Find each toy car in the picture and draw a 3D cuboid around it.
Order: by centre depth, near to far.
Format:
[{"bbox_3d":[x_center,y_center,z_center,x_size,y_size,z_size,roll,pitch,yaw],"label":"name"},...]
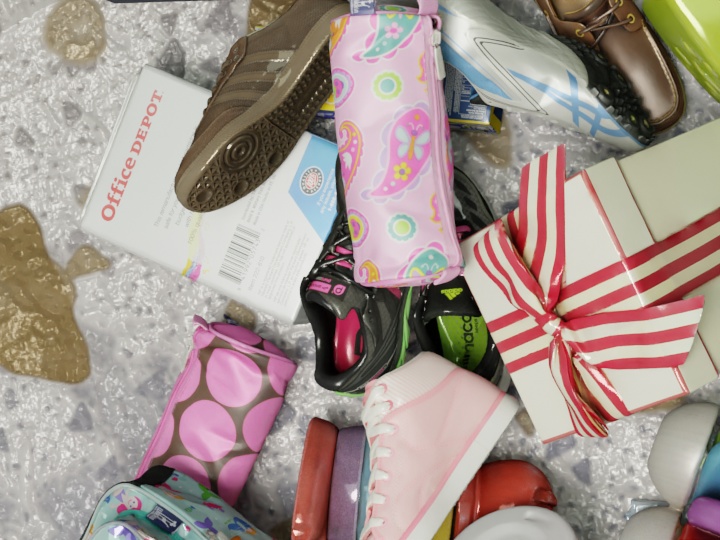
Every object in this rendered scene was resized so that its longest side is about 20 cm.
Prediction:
[{"bbox_3d":[0.277,0.195,1.044,0.174,0.150,0.202,21,94,16],"label":"toy car"}]

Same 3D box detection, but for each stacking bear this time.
[{"bbox_3d":[0.053,0.180,1.139,0.198,0.122,0.115,6,65,3],"label":"stacking bear"}]

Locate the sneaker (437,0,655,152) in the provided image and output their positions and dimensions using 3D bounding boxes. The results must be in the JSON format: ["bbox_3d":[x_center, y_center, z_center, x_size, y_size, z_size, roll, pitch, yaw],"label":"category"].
[{"bbox_3d":[0.128,-0.141,1.083,0.199,0.072,0.073,28,127,-9],"label":"sneaker"}]

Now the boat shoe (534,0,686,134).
[{"bbox_3d":[0.180,-0.192,1.126,0.072,0.068,0.201,-34,83,10],"label":"boat shoe"}]

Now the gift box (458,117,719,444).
[{"bbox_3d":[0.191,-0.001,1.027,0.186,0.186,0.200,61,146,8],"label":"gift box"}]

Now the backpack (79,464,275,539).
[{"bbox_3d":[-0.132,0.264,1.083,0.199,0.151,0.178,31,103,7],"label":"backpack"}]

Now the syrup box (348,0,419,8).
[{"bbox_3d":[0.072,-0.252,1.103,0.199,0.081,0.080,-6,88,43],"label":"syrup box"}]

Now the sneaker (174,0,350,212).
[{"bbox_3d":[-0.080,-0.133,1.117,0.200,0.070,0.075,-47,58,-4],"label":"sneaker"}]

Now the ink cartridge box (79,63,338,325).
[{"bbox_3d":[-0.107,-0.061,1.183,0.199,0.085,0.146,24,93,10],"label":"ink cartridge box"}]

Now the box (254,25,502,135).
[{"bbox_3d":[0.014,-0.152,1.163,0.198,0.070,0.065,7,90,13],"label":"box"}]

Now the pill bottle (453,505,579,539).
[{"bbox_3d":[0.141,0.282,1.079,0.111,0.113,0.201,-22,119,12],"label":"pill bottle"}]

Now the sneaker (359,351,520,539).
[{"bbox_3d":[0.024,0.144,1.055,0.104,0.075,0.201,36,64,4],"label":"sneaker"}]

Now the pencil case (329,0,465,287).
[{"bbox_3d":[0.027,-0.089,1.022,0.087,0.087,0.202,-4,92,13],"label":"pencil case"}]

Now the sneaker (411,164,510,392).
[{"bbox_3d":[0.075,0.011,1.140,0.073,0.087,0.202,-9,88,12],"label":"sneaker"}]

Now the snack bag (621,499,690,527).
[{"bbox_3d":[0.302,0.276,1.125,0.198,0.021,0.190,0,90,16],"label":"snack bag"}]

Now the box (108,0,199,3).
[{"bbox_3d":[-0.132,-0.323,1.168,0.198,0.123,0.200,1,89,14],"label":"box"}]

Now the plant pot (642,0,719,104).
[{"bbox_3d":[0.333,-0.172,1.033,0.199,0.199,0.182,-33,90,10],"label":"plant pot"}]

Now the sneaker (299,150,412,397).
[{"bbox_3d":[0.000,0.000,1.087,0.076,0.084,0.202,7,101,33],"label":"sneaker"}]

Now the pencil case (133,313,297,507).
[{"bbox_3d":[-0.130,0.140,1.190,0.093,0.091,0.201,22,95,-19],"label":"pencil case"}]
